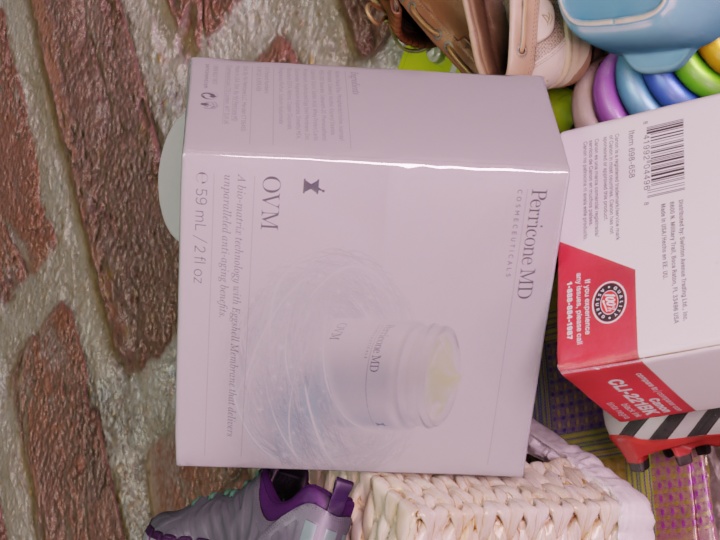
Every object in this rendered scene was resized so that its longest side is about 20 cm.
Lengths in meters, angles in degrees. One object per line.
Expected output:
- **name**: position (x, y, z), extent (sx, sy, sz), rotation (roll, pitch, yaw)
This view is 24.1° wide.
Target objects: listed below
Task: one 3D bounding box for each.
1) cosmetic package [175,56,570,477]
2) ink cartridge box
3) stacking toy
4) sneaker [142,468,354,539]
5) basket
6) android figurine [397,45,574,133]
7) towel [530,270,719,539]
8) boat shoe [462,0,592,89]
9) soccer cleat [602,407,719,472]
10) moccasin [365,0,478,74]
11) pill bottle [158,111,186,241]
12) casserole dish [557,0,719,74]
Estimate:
- **cosmetic package**: position (0.000, 0.000, 0.933), extent (0.123, 0.200, 0.200), rotation (-97, 10, -58)
- **ink cartridge box**: position (0.207, -0.015, 0.859), extent (0.200, 0.084, 0.144), rotation (-12, 60, 30)
- **stacking toy**: position (0.201, -0.122, 0.923), extent (0.200, 0.085, 0.085), rotation (-41, 54, 56)
- **sneaker**: position (-0.061, 0.152, 1.007), extent (0.200, 0.074, 0.088), rotation (5, 72, 58)
- **basket**: position (0.046, 0.192, 1.020), extent (0.198, 0.161, 0.200), rotation (33, 115, 60)
- **android figurine**: position (0.081, -0.108, 1.141), extent (0.200, 0.041, 0.182), rotation (42, 118, 44)
- **towel**: position (0.157, 0.090, 1.034), extent (0.144, 0.023, 0.200), rotation (-20, 70, 50)
- **boat shoe**: position (0.080, -0.200, 0.969), extent (0.071, 0.064, 0.200), rotation (-14, 90, 57)
- **soccer cleat**: position (0.212, 0.054, 0.911), extent (0.200, 0.069, 0.085), rotation (-17, 91, 43)
- **moccasin**: position (0.044, -0.175, 1.110), extent (0.201, 0.074, 0.078), rotation (43, 110, 33)
- **pill bottle**: position (-0.020, -0.052, 1.065), extent (0.113, 0.200, 0.113), rotation (-4, 85, 55)
- **casserole dish**: position (0.145, -0.205, 0.894), extent (0.121, 0.039, 0.200), rotation (4, 97, 55)
